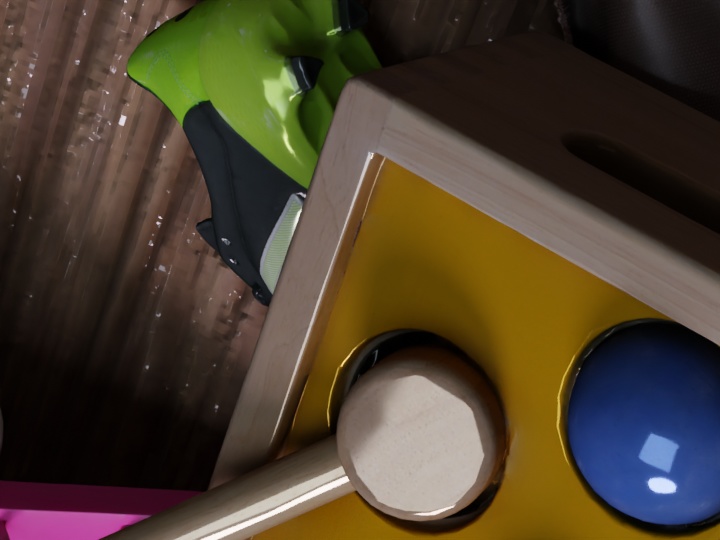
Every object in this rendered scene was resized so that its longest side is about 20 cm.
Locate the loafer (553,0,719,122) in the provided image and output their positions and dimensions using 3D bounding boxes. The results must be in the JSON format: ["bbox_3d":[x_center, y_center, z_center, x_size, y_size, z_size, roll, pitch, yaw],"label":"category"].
[{"bbox_3d":[0.106,-0.026,0.703,0.073,0.071,0.201,-14,116,26],"label":"loafer"}]

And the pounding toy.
[{"bbox_3d":[0.028,0.052,0.641,0.199,0.142,0.185,30,116,23],"label":"pounding toy"}]

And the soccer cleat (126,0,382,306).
[{"bbox_3d":[0.000,0.000,0.768,0.081,0.068,0.201,-7,120,42],"label":"soccer cleat"}]

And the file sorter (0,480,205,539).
[{"bbox_3d":[-0.083,0.161,0.788,0.199,0.126,0.139,7,129,-34],"label":"file sorter"}]

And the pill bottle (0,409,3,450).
[{"bbox_3d":[-0.192,0.119,0.868,0.115,0.116,0.201,24,126,2],"label":"pill bottle"}]
